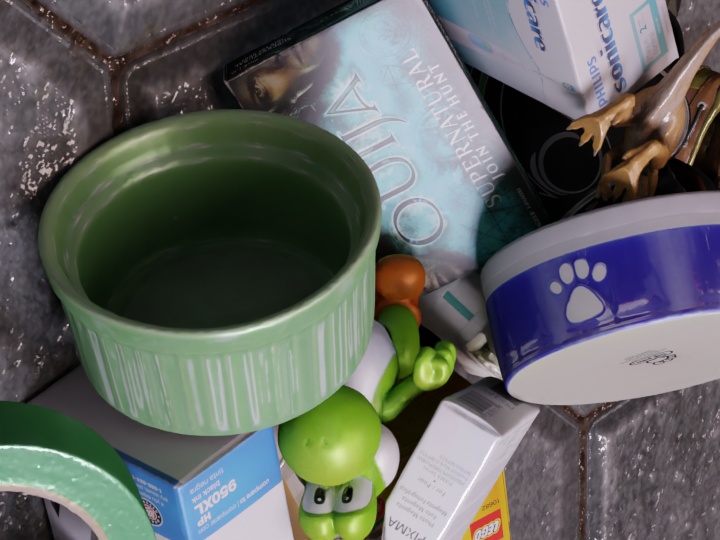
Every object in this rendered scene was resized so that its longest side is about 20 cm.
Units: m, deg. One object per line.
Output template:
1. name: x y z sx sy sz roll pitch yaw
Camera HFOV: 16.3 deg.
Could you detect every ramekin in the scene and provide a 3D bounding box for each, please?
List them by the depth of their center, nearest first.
1. ramekin: -0.084 0.004 1.477 0.200 0.200 0.098 -41 143 -33

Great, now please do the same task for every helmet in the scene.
1. helmet: 0.150 -0.092 1.727 0.200 0.191 0.200 -18 145 -13

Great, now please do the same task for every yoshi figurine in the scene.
1. yoshi figurine: -0.008 0.067 1.532 0.112 0.112 0.200 33 42 -29

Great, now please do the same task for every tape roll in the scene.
1. tape roll: -0.216 0.170 1.424 0.200 0.048 0.201 -9 122 -15

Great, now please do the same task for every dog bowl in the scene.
1. dog bowl: 0.180 0.020 1.593 0.200 0.200 0.079 13 62 -53

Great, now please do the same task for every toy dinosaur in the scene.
1. toy dinosaur: 0.183 -0.099 1.551 0.106 0.060 0.200 -35 158 -42

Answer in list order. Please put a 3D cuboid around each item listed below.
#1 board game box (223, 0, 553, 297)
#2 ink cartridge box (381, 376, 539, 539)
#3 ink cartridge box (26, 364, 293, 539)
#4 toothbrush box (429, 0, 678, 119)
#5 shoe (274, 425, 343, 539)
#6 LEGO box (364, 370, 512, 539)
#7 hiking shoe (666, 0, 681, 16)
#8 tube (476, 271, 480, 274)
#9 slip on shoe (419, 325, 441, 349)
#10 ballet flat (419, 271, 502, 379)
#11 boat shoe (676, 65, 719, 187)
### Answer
1. board game box: 0.020 -0.076 1.590 0.135 0.028 0.200 -27 117 11
2. ink cartridge box: 0.037 0.167 1.598 0.200 0.057 0.163 -57 172 10
3. ink cartridge box: -0.116 0.166 1.547 0.084 0.144 0.200 -36 131 -34
4. toothbrush box: 0.092 -0.199 1.585 0.085 0.200 0.147 -38 133 -19
5. shoe: -0.048 0.122 1.599 0.053 0.200 0.070 -18 164 -19
6. LEGO box: 0.001 0.172 1.714 0.200 0.077 0.149 -25 127 -24
7. hiking shoe: 0.191 -0.214 1.830 0.101 0.076 0.200 -47 147 -40
8. tube: 0.133 -0.029 1.856 0.200 0.050 0.078 -52 147 -29
9. slip on shoe: 0.000 0.000 1.686 0.076 0.061 0.200 -55 141 -19
10. ballet flat: 0.098 0.048 1.725 0.070 0.069 0.200 -66 152 -5
11. boat shoe: 0.250 -0.063 1.965 0.072 0.068 0.200 -24 125 -46
